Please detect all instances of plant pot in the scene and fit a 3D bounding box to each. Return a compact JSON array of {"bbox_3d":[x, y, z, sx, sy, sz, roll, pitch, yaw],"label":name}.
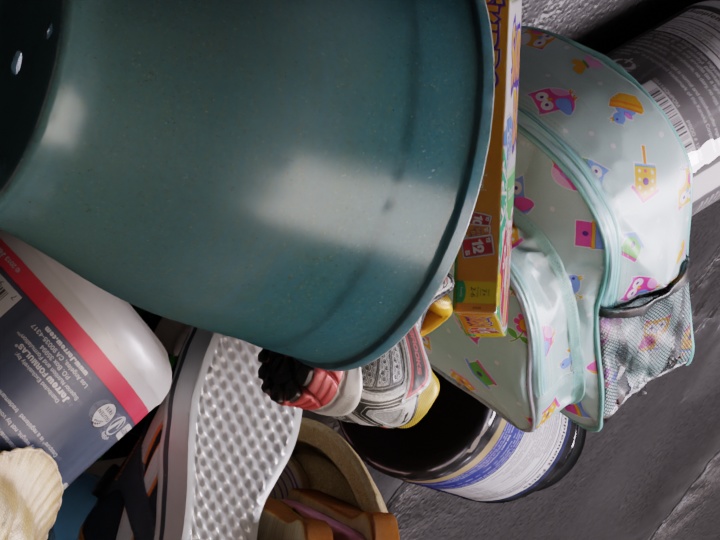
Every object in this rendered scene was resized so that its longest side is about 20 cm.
[{"bbox_3d":[-0.075,-0.069,1.224,0.188,0.200,0.200,11,124,-30],"label":"plant pot"}]

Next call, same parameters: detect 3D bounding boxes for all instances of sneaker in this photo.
[{"bbox_3d":[-0.086,0.103,1.363,0.078,0.079,0.201,36,55,-38],"label":"sneaker"},{"bbox_3d":[0.000,0.000,1.378,0.082,0.200,0.078,23,133,-21],"label":"sneaker"}]

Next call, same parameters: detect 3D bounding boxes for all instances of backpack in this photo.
[{"bbox_3d":[0.093,-0.025,1.587,0.153,0.176,0.200,-27,139,-34],"label":"backpack"}]

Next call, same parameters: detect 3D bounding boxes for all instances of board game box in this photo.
[{"bbox_3d":[0.064,-0.072,1.425,0.030,0.201,0.096,0,172,6],"label":"board game box"}]

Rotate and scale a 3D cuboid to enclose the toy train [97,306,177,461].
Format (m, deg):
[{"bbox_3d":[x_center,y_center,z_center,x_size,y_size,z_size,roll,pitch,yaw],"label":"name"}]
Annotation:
[{"bbox_3d":[-0.121,0.108,1.492,0.056,0.042,0.201,-60,164,-78],"label":"toy train"}]

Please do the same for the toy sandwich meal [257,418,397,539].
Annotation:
[{"bbox_3d":[-0.052,0.167,1.425,0.070,0.205,0.205,9,125,-36],"label":"toy sandwich meal"}]

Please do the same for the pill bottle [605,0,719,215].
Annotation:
[{"bbox_3d":[0.196,-0.095,1.718,0.200,0.111,0.111,-30,151,-30],"label":"pill bottle"}]

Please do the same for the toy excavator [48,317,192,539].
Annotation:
[{"bbox_3d":[-0.132,0.123,1.426,0.199,0.100,0.195,-11,104,-17],"label":"toy excavator"}]

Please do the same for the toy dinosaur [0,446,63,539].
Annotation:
[{"bbox_3d":[-0.168,0.111,1.238,0.101,0.058,0.200,-48,140,-25],"label":"toy dinosaur"}]

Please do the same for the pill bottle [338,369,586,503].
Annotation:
[{"bbox_3d":[0.070,0.087,1.800,0.112,0.112,0.200,-49,156,8],"label":"pill bottle"}]

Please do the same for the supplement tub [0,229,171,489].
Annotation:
[{"bbox_3d":[-0.199,0.064,1.308,0.200,0.140,0.140,-42,155,-8],"label":"supplement tub"}]
